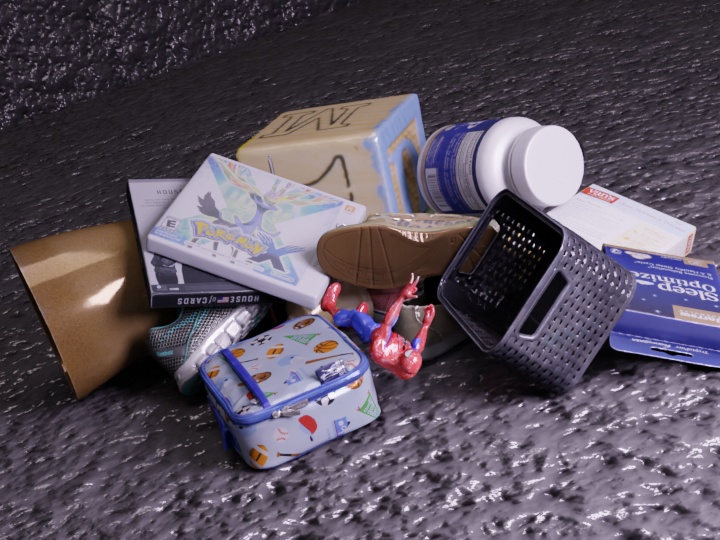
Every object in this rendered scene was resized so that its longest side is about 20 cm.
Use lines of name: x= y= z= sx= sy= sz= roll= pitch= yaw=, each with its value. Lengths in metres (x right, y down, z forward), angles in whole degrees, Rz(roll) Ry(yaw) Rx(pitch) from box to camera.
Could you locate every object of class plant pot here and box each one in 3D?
plant pot: x=-0.274 y=0.022 z=1.457 sx=0.198 sy=0.188 sz=0.186 roll=-25 pitch=22 yaw=-16

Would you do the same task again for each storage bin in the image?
storage bin: x=0.168 y=0.017 z=1.245 sx=0.136 sy=0.093 sz=0.200 roll=-57 pitch=19 yaw=8

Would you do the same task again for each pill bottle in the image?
pill bottle: x=0.167 y=-0.120 z=1.508 sx=0.119 sy=0.121 sz=0.199 roll=-24 pitch=14 yaw=-29

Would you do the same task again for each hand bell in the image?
hand bell: x=-0.089 y=0.074 z=1.407 sx=0.199 sy=0.105 sz=0.104 roll=-39 pitch=29 yaw=-27

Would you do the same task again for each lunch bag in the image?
lunch bag: x=-0.076 y=0.118 z=1.260 sx=0.158 sy=0.076 sz=0.200 roll=-21 pitch=19 yaw=-14

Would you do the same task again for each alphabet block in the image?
alphabet block: x=-0.024 y=-0.107 z=1.669 sx=0.197 sy=0.198 sz=0.196 roll=-4 pitch=19 yaw=21

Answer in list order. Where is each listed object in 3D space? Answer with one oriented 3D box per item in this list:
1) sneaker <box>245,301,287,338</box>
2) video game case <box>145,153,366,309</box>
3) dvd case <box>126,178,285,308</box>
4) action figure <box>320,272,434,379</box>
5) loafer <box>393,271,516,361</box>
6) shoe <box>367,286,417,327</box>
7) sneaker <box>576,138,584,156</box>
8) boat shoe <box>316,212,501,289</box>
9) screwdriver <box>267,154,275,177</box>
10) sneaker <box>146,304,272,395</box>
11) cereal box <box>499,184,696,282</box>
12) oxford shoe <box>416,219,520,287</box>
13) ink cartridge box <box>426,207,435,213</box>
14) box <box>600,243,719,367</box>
sneaker: x=-0.148 y=0.031 z=1.546 sx=0.198 sy=0.075 sz=0.087 roll=1 pitch=22 yaw=36
video game case: x=-0.112 y=-0.048 z=1.408 sx=0.198 sy=0.022 sz=0.183 roll=19 pitch=39 yaw=7
dvd case: x=-0.175 y=-0.035 z=1.411 sx=0.148 sy=0.025 sz=0.201 roll=-2 pitch=41 yaw=-18
action figure: x=0.030 y=0.043 z=1.273 sx=0.100 sy=0.065 sz=0.200 roll=-55 pitch=26 yaw=5
loafer: x=0.109 y=0.031 z=1.380 sx=0.075 sy=0.071 sz=0.199 roll=6 pitch=27 yaw=43
shoe: x=0.000 y=0.000 z=1.497 sx=0.071 sy=0.092 sz=0.199 roll=-18 pitch=20 yaw=-29
sneaker: x=0.220 y=-0.141 z=1.787 sx=0.200 sy=0.068 sz=0.107 roll=-31 pitch=28 yaw=-34
boat shoe: x=0.050 y=-0.026 z=1.364 sx=0.197 sy=0.074 sz=0.063 roll=0 pitch=22 yaw=-5
screwdriver: x=-0.092 y=-0.042 z=1.514 sx=0.029 sy=0.203 sz=0.028 roll=0 pitch=22 yaw=41
sneaker: x=-0.161 y=0.040 z=1.409 sx=0.091 sy=0.078 sz=0.200 roll=36 pitch=57 yaw=8
cereal box: x=0.265 y=-0.025 z=1.417 sx=0.143 sy=0.040 sz=0.199 roll=28 pitch=40 yaw=33
oxford shoe: x=0.127 y=-0.016 z=1.516 sx=0.197 sy=0.076 sz=0.058 roll=-7 pitch=-16 yaw=13
ink cartridge box: x=0.169 y=-0.050 z=1.602 sx=0.197 sy=0.049 sz=0.146 roll=-9 pitch=19 yaw=21
box: x=0.301 y=0.031 z=1.249 sx=0.119 sy=0.033 sz=0.200 roll=10 pitch=25 yaw=3
